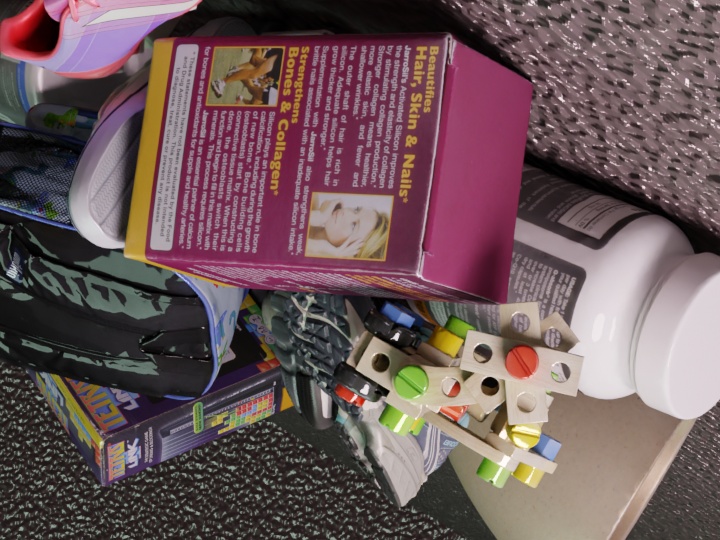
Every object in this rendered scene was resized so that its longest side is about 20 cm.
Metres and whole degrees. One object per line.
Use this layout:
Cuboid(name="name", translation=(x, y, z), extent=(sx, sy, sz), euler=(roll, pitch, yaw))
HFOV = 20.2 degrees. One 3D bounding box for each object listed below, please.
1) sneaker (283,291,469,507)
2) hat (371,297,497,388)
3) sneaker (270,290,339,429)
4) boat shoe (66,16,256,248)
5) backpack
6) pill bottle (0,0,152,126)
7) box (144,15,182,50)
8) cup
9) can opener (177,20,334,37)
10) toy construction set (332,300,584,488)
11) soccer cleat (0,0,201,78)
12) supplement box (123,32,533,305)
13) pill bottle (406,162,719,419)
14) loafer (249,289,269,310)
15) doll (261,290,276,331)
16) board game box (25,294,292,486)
Cuboid(name="sneaker", translation=(0.016, 0.056, 1.262), extent=(0.078, 0.086, 0.201), euler=(39, 160, 38))
Cuboid(name="hat", translation=(0.064, -0.002, 1.391), extent=(0.200, 0.200, 0.081), euler=(28, 129, 21))
Cuboid(name="sneaker", translation=(0.000, 0.000, 1.317), extent=(0.075, 0.115, 0.202), euler=(-150, 51, -64))
Cuboid(name="boat shoe", translation=(-0.125, -0.077, 1.214), extent=(0.066, 0.200, 0.074), euler=(-12, 118, 38))
Cuboid(name="backpack", translation=(-0.173, -0.015, 1.393), extent=(0.199, 0.148, 0.184), euler=(17, 144, 10))
Cuboid(name="pill bottle", translation=(-0.248, -0.165, 1.503), extent=(0.199, 0.114, 0.114), euler=(21, 165, 46))
Cuboid(name="box", translation=(-0.176, -0.217, 1.193), extent=(0.082, 0.069, 0.200), euler=(24, 167, 34))
Cuboid(name="cup", translation=(0.146, 0.124, 1.460), extent=(0.143, 0.201, 0.200), euler=(31, 169, 14))
Cuboid(name="can opener", translation=(-0.064, -0.123, 1.295), extent=(0.053, 0.067, 0.199), euler=(39, 161, -31))
Cuboid(name="toy construction set", translation=(0.058, 0.066, 1.111), extent=(0.131, 0.092, 0.200), euler=(31, 168, 6))
Cuboid(name="soccer cleat", translation=(-0.133, -0.165, 1.120), extent=(0.076, 0.067, 0.200), euler=(-2, 159, -34))
Cuboid(name="supplement box", translation=(-0.018, -0.057, 1.122), extent=(0.199, 0.132, 0.103), euler=(5, 172, 32))
Cuboid(name="pill bottle", translation=(0.129, 0.009, 1.211), extent=(0.199, 0.117, 0.116), euler=(25, 167, 36))
Cuboid(name="loafer", translation=(-0.048, 0.027, 1.527), extent=(0.070, 0.069, 0.201), euler=(-5, -164, -17))
Cuboid(name="doll", translation=(-0.075, -0.049, 1.430), extent=(0.136, 0.048, 0.201), euler=(138, 112, -79))
Cuboid(name="board game box", translation=(-0.165, 0.048, 1.506), extent=(0.200, 0.164, 0.057), euler=(50, 151, 35))
